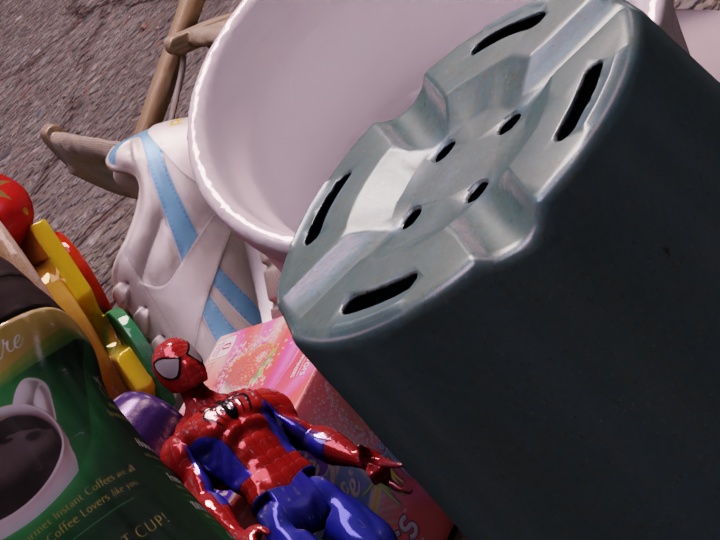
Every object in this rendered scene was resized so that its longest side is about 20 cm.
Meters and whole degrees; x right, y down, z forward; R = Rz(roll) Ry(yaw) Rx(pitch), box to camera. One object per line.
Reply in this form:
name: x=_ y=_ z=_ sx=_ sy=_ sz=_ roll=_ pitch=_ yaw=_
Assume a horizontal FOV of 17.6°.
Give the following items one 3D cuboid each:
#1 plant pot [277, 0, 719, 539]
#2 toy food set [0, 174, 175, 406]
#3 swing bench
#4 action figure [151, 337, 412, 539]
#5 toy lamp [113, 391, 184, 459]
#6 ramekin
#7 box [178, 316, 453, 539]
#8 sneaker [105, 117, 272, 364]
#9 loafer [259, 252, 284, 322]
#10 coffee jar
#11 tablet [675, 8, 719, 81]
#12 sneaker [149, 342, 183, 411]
plant pot: x=0.090 y=0.028 z=0.753 sx=0.200 sy=0.196 sz=0.200 roll=-37 pitch=24 yaw=20
toy food set: x=-0.148 y=0.037 z=1.126 sx=0.049 sy=0.198 sz=0.200 roll=-30 pitch=-19 yaw=-17
swing bench: x=-0.061 y=-0.109 z=1.360 sx=0.200 sy=0.130 sz=0.199 roll=-55 pitch=24 yaw=-8
action figure: x=-0.018 y=0.093 z=0.867 sx=0.065 sy=0.052 sz=0.200 roll=-32 pitch=56 yaw=-21
toy lamp: x=-0.126 y=0.134 z=0.888 sx=0.058 sy=0.058 sz=0.200 roll=-13 pitch=39 yaw=53
ramekin: x=0.041 y=-0.057 z=0.920 sx=0.200 sy=0.098 sz=0.201 roll=-16 pitch=46 yaw=18
box: x=-0.037 y=0.118 z=0.959 sx=0.103 sy=0.095 sz=0.200 roll=-20 pitch=34 yaw=47
sneaker: x=-0.072 y=0.025 z=1.104 sx=0.081 sy=0.077 sz=0.201 roll=-10 pitch=72 yaw=4
loafer: x=0.000 y=0.000 z=1.099 sx=0.070 sy=0.070 sz=0.200 roll=-10 pitch=5 yaw=6
coffee jar: x=-0.107 y=0.094 z=0.829 sx=0.104 sy=0.200 sz=0.085 roll=-38 pitch=-18 yaw=-6
tablet: x=0.084 y=-0.096 z=1.053 sx=0.199 sy=0.014 sz=0.130 roll=6 pitch=29 yaw=24
sneaker: x=-0.088 y=0.047 z=1.224 sx=0.090 sy=0.078 sz=0.200 roll=-8 pitch=-33 yaw=-52
